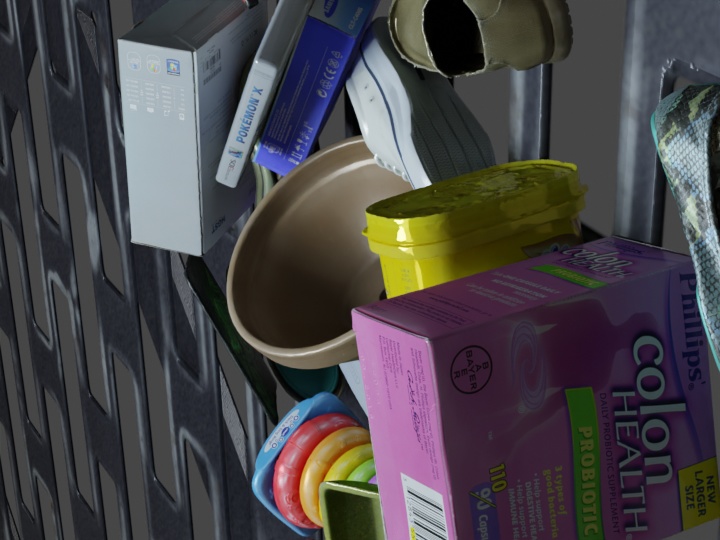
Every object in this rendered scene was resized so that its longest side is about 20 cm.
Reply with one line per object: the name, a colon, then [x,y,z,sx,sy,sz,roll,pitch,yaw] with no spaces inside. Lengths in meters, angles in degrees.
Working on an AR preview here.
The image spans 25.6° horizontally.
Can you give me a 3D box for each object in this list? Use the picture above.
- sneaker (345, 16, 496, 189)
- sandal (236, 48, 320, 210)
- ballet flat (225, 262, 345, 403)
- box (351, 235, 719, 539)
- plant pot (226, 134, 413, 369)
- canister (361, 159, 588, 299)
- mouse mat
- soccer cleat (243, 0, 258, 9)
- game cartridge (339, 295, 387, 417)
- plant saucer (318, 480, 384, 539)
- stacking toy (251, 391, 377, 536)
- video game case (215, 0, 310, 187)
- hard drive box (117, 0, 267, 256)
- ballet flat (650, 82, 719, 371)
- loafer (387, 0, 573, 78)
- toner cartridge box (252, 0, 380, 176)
sneaker: [0.044,-0.097,1.173,0.071,0.073,0.200,-61,37,43]
sandal: [-0.062,-0.100,1.409,0.057,0.080,0.201,-10,88,25]
ballet flat: [-0.066,0.063,1.516,0.200,0.069,0.070,59,151,33]
box: [0.113,0.091,0.986,0.097,0.200,0.176,19,120,59]
plant pot: [0.000,0.000,1.243,0.093,0.201,0.201,44,179,-42]
canister: [0.091,0.040,1.069,0.087,0.148,0.200,17,121,60]
mouse mat: [-0.119,0.056,1.480,0.161,0.008,0.200,60,180,-9]
soccer cleat: [-0.075,-0.296,1.318,0.085,0.069,0.200,65,158,11]
game cartridge: [0.013,0.050,1.366,0.200,0.041,0.133,63,157,24]
plant saucer: [0.074,0.253,1.246,0.199,0.048,0.200,8,121,27]
stacking toy: [0.010,0.197,1.361,0.200,0.116,0.110,25,161,47]
video game case: [-0.058,-0.188,1.235,0.182,0.022,0.200,119,171,-61]
hard drive box: [-0.146,-0.139,1.435,0.077,0.156,0.200,11,121,18]
ballet flat: [0.218,-0.010,0.877,0.074,0.074,0.200,-22,87,65]
loafer: [0.067,-0.172,1.090,0.200,0.067,0.076,12,115,62]
toner cartridge box: [-0.031,-0.164,1.260,0.043,0.095,0.200,25,146,-2]
